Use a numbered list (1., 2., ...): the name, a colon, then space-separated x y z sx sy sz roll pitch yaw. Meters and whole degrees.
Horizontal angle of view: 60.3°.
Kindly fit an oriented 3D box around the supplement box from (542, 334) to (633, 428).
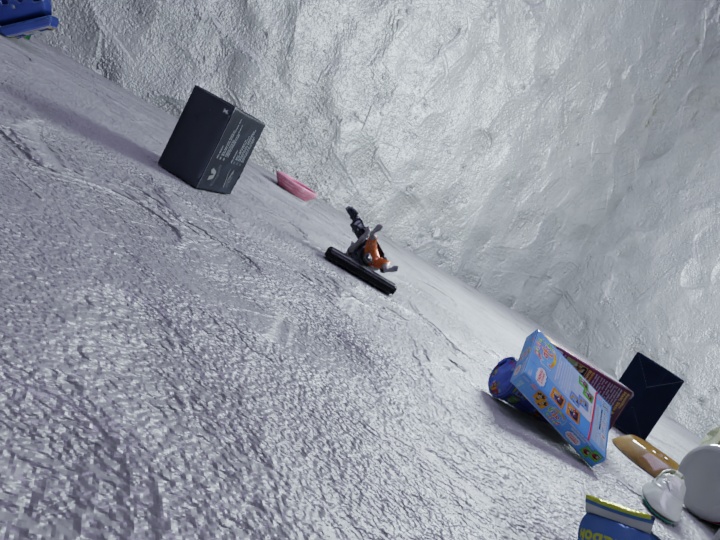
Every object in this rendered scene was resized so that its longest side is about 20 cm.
1. supplement box: 0.442 0.246 1.302 0.198 0.132 0.103 32 7 6

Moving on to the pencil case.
1. pencil case: 0.327 0.227 1.151 0.198 0.078 0.088 28 42 -25

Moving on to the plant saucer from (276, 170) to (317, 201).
1. plant saucer: -0.279 -0.355 2.653 0.198 0.051 0.201 31 8 -5

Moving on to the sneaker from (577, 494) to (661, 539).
1. sneaker: 0.239 0.275 0.570 0.073 0.083 0.200 2 -32 38

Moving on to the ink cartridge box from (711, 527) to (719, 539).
1. ink cartridge box: 0.594 0.367 0.845 0.083 0.202 0.146 28 8 -13

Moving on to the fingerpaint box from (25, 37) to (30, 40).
1. fingerpaint box: -1.303 -0.935 2.237 0.166 0.074 0.199 37 9 38

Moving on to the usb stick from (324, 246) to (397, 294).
1. usb stick: 0.000 0.000 1.522 0.198 0.033 0.055 30 -1 -9

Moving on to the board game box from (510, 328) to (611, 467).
1. board game box: 0.358 0.219 1.091 0.200 0.037 0.151 47 35 0

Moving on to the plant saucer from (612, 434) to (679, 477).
1. plant saucer: 0.659 0.425 1.376 0.198 0.036 0.200 31 7 -4

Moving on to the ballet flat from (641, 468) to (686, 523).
1. ballet flat: 0.526 0.374 1.060 0.069 0.070 0.199 34 8 27

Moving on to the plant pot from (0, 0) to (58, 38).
1. plant pot: -1.102 -0.863 2.011 0.200 0.196 0.183 -135 -152 -65

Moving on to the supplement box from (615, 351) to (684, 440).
1. supplement box: 0.773 0.346 1.705 0.133 0.202 0.199 35 7 26

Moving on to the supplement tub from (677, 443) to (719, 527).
1. supplement tub: 0.721 0.429 1.187 0.198 0.142 0.140 28 8 -24

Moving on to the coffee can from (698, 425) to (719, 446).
1. coffee can: 1.111 0.571 1.804 0.198 0.148 0.146 31 7 7

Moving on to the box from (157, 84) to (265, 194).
1. box: -0.343 -0.299 1.451 0.116 0.199 0.200 30 7 8

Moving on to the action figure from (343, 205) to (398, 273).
1. action figure: 0.004 -0.062 1.575 0.202 0.104 0.193 56 -23 -9
